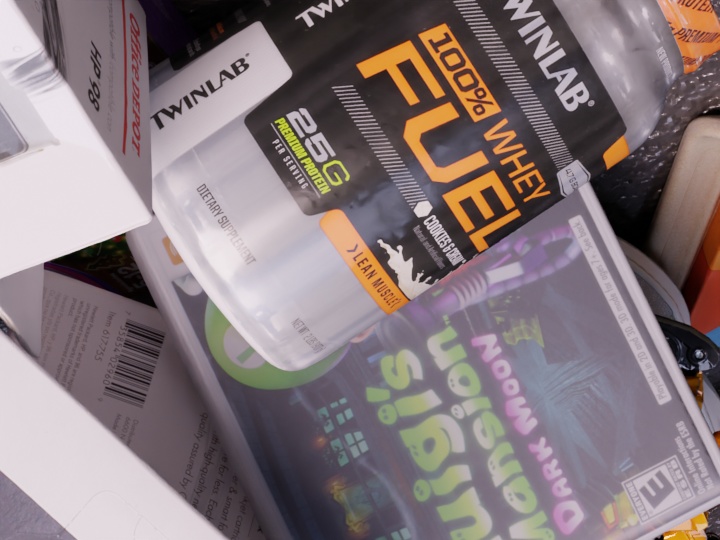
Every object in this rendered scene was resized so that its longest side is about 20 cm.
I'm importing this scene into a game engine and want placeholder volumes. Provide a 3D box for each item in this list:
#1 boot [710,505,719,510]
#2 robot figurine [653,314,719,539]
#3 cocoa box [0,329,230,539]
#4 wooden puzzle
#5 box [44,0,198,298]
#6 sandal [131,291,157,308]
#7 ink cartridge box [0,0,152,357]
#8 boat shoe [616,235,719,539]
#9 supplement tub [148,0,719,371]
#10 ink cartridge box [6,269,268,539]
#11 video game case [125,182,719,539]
[{"bbox_3d":[0.197,0.099,1.157,0.199,0.065,0.186,-20,166,20],"label":"boot"},{"bbox_3d":[0.073,0.081,0.982,0.199,0.146,0.058,-2,-167,7],"label":"robot figurine"},{"bbox_3d":[-0.110,0.130,0.758,0.131,0.200,0.133,-48,-174,-14],"label":"cocoa box"},{"bbox_3d":[0.224,-0.012,1.039,0.184,0.037,0.200,-4,148,-12],"label":"wooden puzzle"},{"bbox_3d":[-0.120,-0.052,0.863,0.136,0.039,0.200,-20,148,14],"label":"box"},{"bbox_3d":[0.001,0.004,0.957,0.211,0.078,0.070,-25,141,12],"label":"sandal"},{"bbox_3d":[-0.121,-0.082,0.696,0.066,0.116,0.200,-20,132,11],"label":"ink cartridge box"},{"bbox_3d":[0.120,0.052,1.041,0.074,0.065,0.202,0,140,31],"label":"boat shoe"},{"bbox_3d":[0.022,-0.065,0.783,0.200,0.123,0.123,-34,146,4],"label":"supplement tub"},{"bbox_3d":[-0.060,0.092,0.889,0.199,0.116,0.068,21,157,-10],"label":"ink cartridge box"},{"bbox_3d":[0.030,0.037,0.865,0.181,0.201,0.023,-25,176,-15],"label":"video game case"}]
